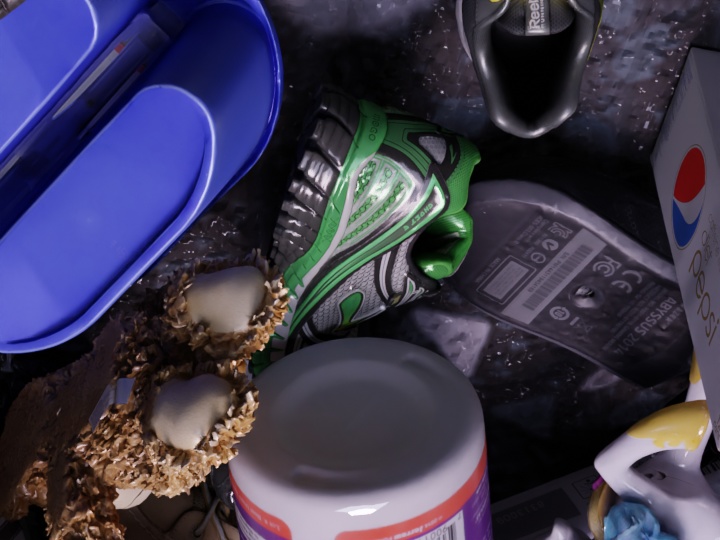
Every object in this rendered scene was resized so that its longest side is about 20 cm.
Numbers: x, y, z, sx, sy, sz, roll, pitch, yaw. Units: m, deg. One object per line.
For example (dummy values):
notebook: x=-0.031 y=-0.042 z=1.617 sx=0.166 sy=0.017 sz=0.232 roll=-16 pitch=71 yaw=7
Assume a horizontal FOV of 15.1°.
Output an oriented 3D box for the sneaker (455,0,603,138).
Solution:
sneaker: x=0.074 y=-0.142 z=1.102 sx=0.074 sy=0.085 sz=0.200 roll=-7 pitch=130 yaw=0

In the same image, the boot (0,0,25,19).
boot: x=-0.191 y=-0.140 z=1.042 sx=0.200 sy=0.151 sz=0.073 roll=-28 pitch=126 yaw=20

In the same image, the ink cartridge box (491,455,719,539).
ink cartridge box: x=0.128 y=0.182 z=1.369 sx=0.160 sy=0.047 sz=0.200 roll=-20 pitch=130 yaw=-16

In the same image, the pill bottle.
pill bottle: x=0.005 y=0.138 z=1.203 sx=0.111 sy=0.112 sz=0.200 roll=-5 pitch=128 yaw=0

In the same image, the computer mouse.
computer mouse: x=0.119 y=0.006 z=1.243 sx=0.200 sy=0.053 sz=0.138 roll=31 pitch=135 yaw=-18

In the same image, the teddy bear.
teddy bear: x=-0.088 y=0.062 z=1.163 sx=0.067 sy=0.145 sz=0.200 roll=22 pitch=136 yaw=-25

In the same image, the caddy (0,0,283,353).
caddy: x=-0.125 y=-0.062 z=1.147 sx=0.141 sy=0.105 sz=0.200 roll=44 pitch=118 yaw=-6

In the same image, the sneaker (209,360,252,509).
sneaker: x=-0.004 y=0.123 z=1.316 sx=0.200 sy=0.091 sz=0.066 roll=35 pitch=121 yaw=-28

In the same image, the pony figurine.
pony figurine: x=0.164 y=0.126 z=1.225 sx=0.193 sy=0.167 sz=0.200 roll=31 pitch=126 yaw=-11

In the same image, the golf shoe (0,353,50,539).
golf shoe: x=-0.182 y=0.101 z=1.308 sx=0.094 sy=0.078 sz=0.200 roll=-1 pitch=132 yaw=21

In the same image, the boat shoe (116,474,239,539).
boat shoe: x=-0.083 y=0.122 z=1.322 sx=0.064 sy=0.071 sz=0.200 roll=-15 pitch=140 yaw=19

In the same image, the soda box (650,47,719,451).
soda box: x=0.175 y=-0.009 z=1.146 sx=0.068 sy=0.200 sz=0.064 roll=8 pitch=129 yaw=-11

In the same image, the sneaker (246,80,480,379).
sneaker: x=0.000 y=0.000 z=1.191 sx=0.085 sy=0.078 sz=0.200 roll=16 pitch=150 yaw=-2
